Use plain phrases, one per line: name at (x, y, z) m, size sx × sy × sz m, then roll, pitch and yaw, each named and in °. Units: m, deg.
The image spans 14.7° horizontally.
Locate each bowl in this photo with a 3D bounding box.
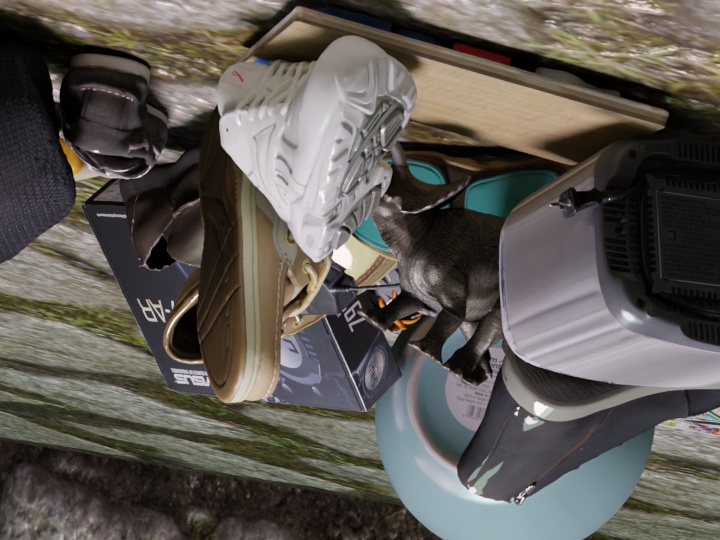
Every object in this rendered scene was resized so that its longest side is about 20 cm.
bowl at (0.097, 0.091, 1.897) m, size 0.199 × 0.202 × 0.105 m, roll 10°, pitch 173°, yaw 13°

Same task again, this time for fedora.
fedora at (-0.213, -0.066, 1.596) m, size 0.091 × 0.202 × 0.201 m, roll -13°, pitch 172°, yaw -5°

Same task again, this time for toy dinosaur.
toy dinosaur at (0.065, 0.007, 1.552) m, size 0.199 × 0.103 × 0.077 m, roll 32°, pitch 178°, yaw -33°

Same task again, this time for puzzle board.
puzzle board at (0.044, -0.097, 1.456) m, size 0.199 × 0.018 × 0.151 m, roll 15°, pitch 171°, yaw -12°

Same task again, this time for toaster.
toaster at (0.159, 0.000, 1.481) m, size 0.199 × 0.115 × 0.129 m, roll 5°, pitch 163°, yaw -28°

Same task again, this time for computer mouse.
computer mouse at (0.000, 0.000, 1.664) m, size 0.199 × 0.034 × 0.059 m, roll 2°, pitch 143°, yaw 31°

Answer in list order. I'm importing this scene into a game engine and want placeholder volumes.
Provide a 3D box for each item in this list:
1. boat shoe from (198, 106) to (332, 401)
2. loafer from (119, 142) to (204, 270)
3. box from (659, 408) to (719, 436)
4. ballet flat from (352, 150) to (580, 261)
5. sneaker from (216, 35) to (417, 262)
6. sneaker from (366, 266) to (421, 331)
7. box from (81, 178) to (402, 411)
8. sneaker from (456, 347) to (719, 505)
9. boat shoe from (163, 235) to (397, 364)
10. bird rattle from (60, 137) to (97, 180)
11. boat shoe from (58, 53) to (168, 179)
boat shoe at (-0.049, -0.013, 1.539) m, size 0.066 × 0.201 × 0.074 m, roll 12°, pitch 142°, yaw -18°
loafer at (-0.085, -0.037, 1.733) m, size 0.072 × 0.072 × 0.200 m, roll -2°, pitch 174°, yaw -27°
box at (0.189, 0.070, 1.735) m, size 0.109 × 0.035 × 0.200 m, roll 10°, pitch 172°, yaw 4°
ballet flat at (0.071, -0.035, 1.638) m, size 0.063 × 0.069 × 0.199 m, roll -3°, pitch -175°, yaw -44°
sneaker at (-0.034, -0.074, 1.423) m, size 0.099 × 0.078 × 0.200 m, roll 39°, pitch 159°, yaw 7°
sneaker at (0.032, 0.003, 1.869) m, size 0.078 × 0.078 × 0.199 m, roll 22°, pitch 166°, yaw -37°
box at (-0.082, 0.012, 1.892) m, size 0.199 × 0.044 × 0.161 m, roll 4°, pitch 127°, yaw 44°
sneaker at (0.145, 0.068, 1.601) m, size 0.199 × 0.075 × 0.106 m, roll -9°, pitch 148°, yaw -32°
boat shoe at (-0.047, 0.010, 1.764) m, size 0.200 × 0.066 × 0.074 m, roll -31°, pitch 106°, yaw 39°
bird rattle at (-0.242, -0.060, 1.812) m, size 0.162 × 0.114 × 0.200 m, roll -5°, pitch 172°, yaw 5°
boat shoe at (-0.153, -0.081, 1.672) m, size 0.066 × 0.057 × 0.200 m, roll 11°, pitch 171°, yaw 0°
